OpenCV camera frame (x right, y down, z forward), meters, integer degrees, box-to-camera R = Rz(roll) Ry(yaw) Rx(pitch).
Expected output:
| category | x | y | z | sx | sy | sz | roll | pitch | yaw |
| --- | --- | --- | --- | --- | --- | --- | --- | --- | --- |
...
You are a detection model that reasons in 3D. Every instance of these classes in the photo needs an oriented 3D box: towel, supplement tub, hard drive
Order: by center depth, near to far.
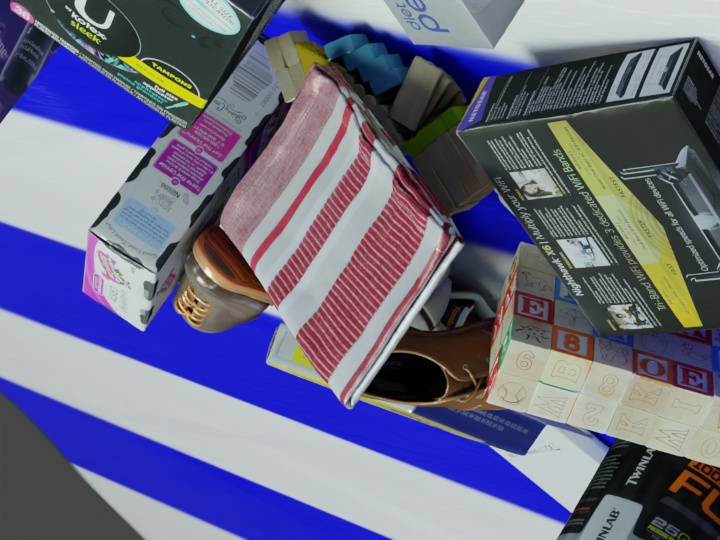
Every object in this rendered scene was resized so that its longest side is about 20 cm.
| category | x | y | z | sx | sy | sz | roll | pitch | yaw |
| --- | --- | --- | --- | --- | --- | --- | --- | --- | --- |
| towel | -0.019 | -0.027 | 1.248 | 0.023 | 0.144 | 0.200 | 13 | -150 | -40 |
| supplement tub | 0.231 | 0.172 | 1.412 | 0.122 | 0.200 | 0.123 | 28 | 157 | 13 |
| hard drive | 0.190 | 0.176 | 1.713 | 0.200 | 0.027 | 0.132 | 40 | 157 | -12 |

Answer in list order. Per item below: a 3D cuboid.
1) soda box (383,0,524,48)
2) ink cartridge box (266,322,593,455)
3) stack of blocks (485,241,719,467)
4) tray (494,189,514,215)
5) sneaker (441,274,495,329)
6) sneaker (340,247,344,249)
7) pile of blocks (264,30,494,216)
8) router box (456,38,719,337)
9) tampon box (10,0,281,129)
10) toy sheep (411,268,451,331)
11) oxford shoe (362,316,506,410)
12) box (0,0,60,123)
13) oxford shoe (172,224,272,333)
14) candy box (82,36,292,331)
| category | x | y | z | sx | sy | sz | roll | pitch | yaw |
| --- | --- | --- | --- | --- | --- | --- | --- | --- | --- |
| soda box | 0.022 | -0.216 | 1.081 | 0.068 | 0.064 | 0.200 | 10 | 149 | 44 |
| ink cartridge box | 0.058 | 0.104 | 1.536 | 0.200 | 0.047 | 0.198 | 20 | 176 | 35 |
| stack of blocks | 0.193 | 0.061 | 1.324 | 0.200 | 0.115 | 0.059 | 16 | 126 | -3 |
| tray | 0.166 | -0.043 | 1.297 | 0.107 | 0.022 | 0.200 | 42 | 157 | -23 |
| sneaker | 0.043 | 0.032 | 1.547 | 0.200 | 0.079 | 0.079 | 25 | 170 | -6 |
| sneaker | 0.000 | 0.000 | 1.320 | 0.200 | 0.067 | 0.090 | 5 | 128 | 50 |
| pile of blocks | 0.029 | -0.116 | 1.307 | 0.200 | 0.082 | 0.062 | 36 | -157 | 19 |
| router box | 0.177 | -0.044 | 1.187 | 0.157 | 0.052 | 0.200 | -6 | 135 | 40 |
| tampon box | -0.117 | -0.207 | 1.208 | 0.150 | 0.126 | 0.200 | 35 | 158 | -4 |
| toy sheep | 0.006 | -0.006 | 1.453 | 0.200 | 0.138 | 0.138 | 52 | 157 | 0 |
| oxford shoe | 0.077 | 0.075 | 1.360 | 0.200 | 0.071 | 0.071 | 0 | -163 | -12 |
| box | -0.271 | -0.210 | 1.319 | 0.104 | 0.200 | 0.148 | 23 | 157 | 24 |
| oxford shoe | -0.104 | 0.018 | 1.422 | 0.071 | 0.073 | 0.200 | 50 | -178 | 10 |
| candy box | -0.125 | -0.066 | 1.414 | 0.061 | 0.200 | 0.136 | 32 | 158 | 2 |
